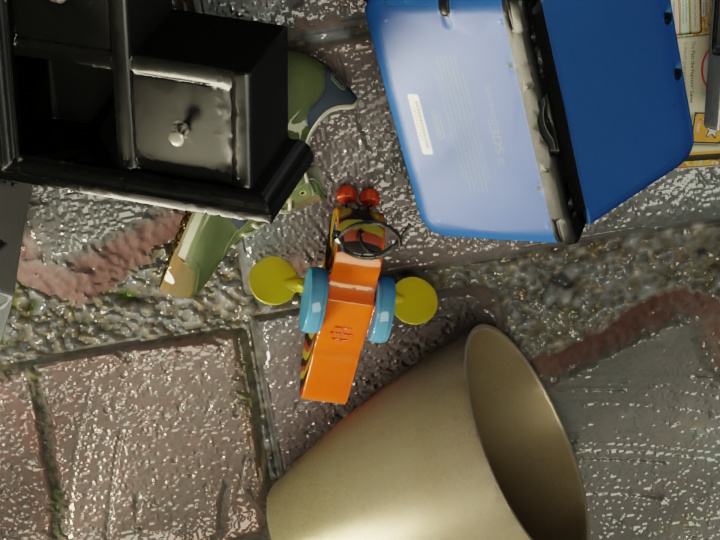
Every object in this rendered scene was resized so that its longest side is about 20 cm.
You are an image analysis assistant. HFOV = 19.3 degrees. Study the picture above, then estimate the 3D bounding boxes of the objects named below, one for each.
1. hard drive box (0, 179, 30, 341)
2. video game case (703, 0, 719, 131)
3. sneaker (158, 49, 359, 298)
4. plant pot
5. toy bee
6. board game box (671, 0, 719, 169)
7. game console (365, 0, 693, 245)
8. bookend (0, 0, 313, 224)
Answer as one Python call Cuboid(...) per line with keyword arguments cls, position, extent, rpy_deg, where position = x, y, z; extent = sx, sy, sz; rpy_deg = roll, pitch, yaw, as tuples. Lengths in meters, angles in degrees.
Cuboid(cls="hard drive box", position=(-0.308, -0.013, 1.413), extent=(0.155, 0.200, 0.077), rpy_deg=(16, 111, -13))
Cuboid(cls="video game case", position=(0.293, -0.206, 1.442), extent=(0.142, 0.019, 0.201), rpy_deg=(-17, 117, -36))
Cuboid(cls="sneaker", position=(-0.068, -0.059, 1.487), extent=(0.089, 0.067, 0.201), rpy_deg=(21, 107, -9))
Cuboid(cls="plant pot", position=(0.037, 0.163, 1.551), extent=(0.199, 0.188, 0.188), rpy_deg=(-24, 115, 21))
Cuboid(cls="toy bee", position=(0.000, 0.000, 1.515), extent=(0.130, 0.109, 0.200), rpy_deg=(24, 135, -23))
Cuboid(cls="board game box", position=(0.187, -0.145, 1.486), extent=(0.198, 0.046, 0.153), rpy_deg=(-3, 114, -4))
Cuboid(cls="game console", position=(0.118, -0.130, 1.435), extent=(0.170, 0.119, 0.201), rpy_deg=(4, 130, 27))
Cuboid(cls="bookend", position=(-0.137, -0.150, 1.366), extent=(0.199, 0.092, 0.200), rpy_deg=(10, 123, 14))
